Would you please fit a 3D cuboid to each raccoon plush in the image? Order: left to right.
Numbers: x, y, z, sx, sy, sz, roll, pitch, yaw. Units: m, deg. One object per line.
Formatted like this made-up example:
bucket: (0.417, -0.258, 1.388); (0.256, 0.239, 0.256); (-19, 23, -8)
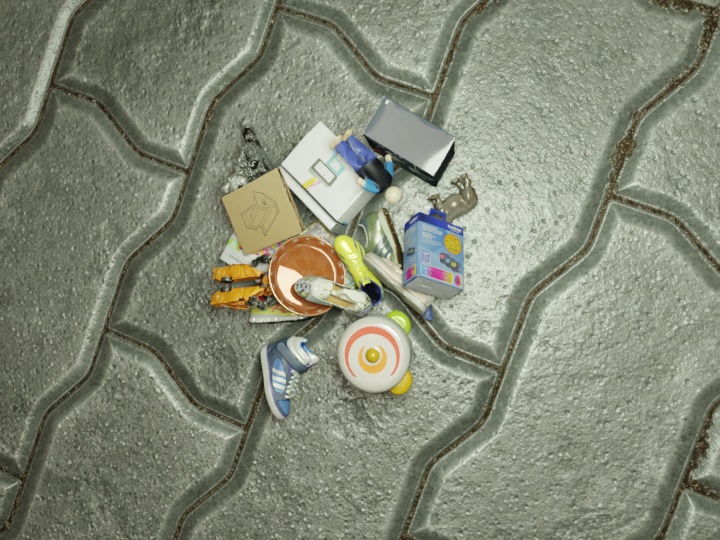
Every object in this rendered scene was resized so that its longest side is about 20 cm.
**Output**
raccoon plush: (-0.313, -0.283, 1.498); (0.133, 0.097, 0.202); (-28, 56, 16)

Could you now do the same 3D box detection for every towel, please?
towel: (-0.103, -0.016, 1.458); (0.143, 0.023, 0.201); (-33, 88, -10)

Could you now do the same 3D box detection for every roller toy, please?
roller toy: (0.037, 0.206, 1.398); (0.179, 0.140, 0.204); (-3, 90, 9)

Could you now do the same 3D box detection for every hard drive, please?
hard drive: (-0.125, -0.175, 1.428); (0.027, 0.132, 0.200); (-44, 84, 6)

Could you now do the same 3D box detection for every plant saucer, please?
plant saucer: (-0.134, 0.014, 1.409); (0.197, 0.032, 0.204); (3, 80, -18)

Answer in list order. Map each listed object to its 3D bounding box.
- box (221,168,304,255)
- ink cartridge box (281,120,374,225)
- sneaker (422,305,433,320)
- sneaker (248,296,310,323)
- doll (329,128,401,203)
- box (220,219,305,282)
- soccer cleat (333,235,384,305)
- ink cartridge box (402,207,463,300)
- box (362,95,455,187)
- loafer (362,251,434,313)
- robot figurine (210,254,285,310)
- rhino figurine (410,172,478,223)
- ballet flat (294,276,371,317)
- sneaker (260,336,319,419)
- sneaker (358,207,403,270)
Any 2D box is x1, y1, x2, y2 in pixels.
box: (-0.247, -0.144, 1.414); (0.198, 0.021, 0.166); (-19, 97, 32)
ink cartridge box: (-0.067, -0.239, 1.412); (0.200, 0.147, 0.146); (45, 95, 7)
sneaker: (0.175, 0.025, 1.413); (0.077, 0.075, 0.204); (-1, 91, 5)
sneaker: (-0.199, 0.090, 1.469); (0.196, 0.078, 0.092); (-3, 82, 7)
doll: (0.025, -0.237, 1.300); (0.200, 0.049, 0.136); (49, 52, 6)
box: (-0.260, -0.081, 1.496); (0.155, 0.041, 0.202); (31, 95, 8)
soccer cleat: (0.001, 0.000, 1.407); (0.064, 0.084, 0.202); (-30, 106, 8)
ink cartridge box: (0.174, -0.048, 1.342); (0.135, 0.076, 0.203); (16, 60, -23)
box: (0.122, -0.307, 1.366); (0.198, 0.182, 0.105); (32, 94, 8)
loafer: (0.094, 0.019, 1.369); (0.200, 0.072, 0.063); (42, 77, 10)
robot figurine: (-0.282, 0.036, 1.441); (0.196, 0.058, 0.147); (-5, 71, 10)
rhino figurine: (0.205, -0.153, 1.414); (0.199, 0.060, 0.088); (-34, 96, 10)
ballet flat: (-0.061, 0.054, 1.365); (0.197, 0.072, 0.073); (19, 93, -9)
sneaker: (-0.171, 0.273, 1.460); (0.144, 0.081, 0.203); (-15, 82, 13)
sneaker: (0.055, -0.051, 1.440); (0.089, 0.067, 0.203); (-18, 90, 21)
